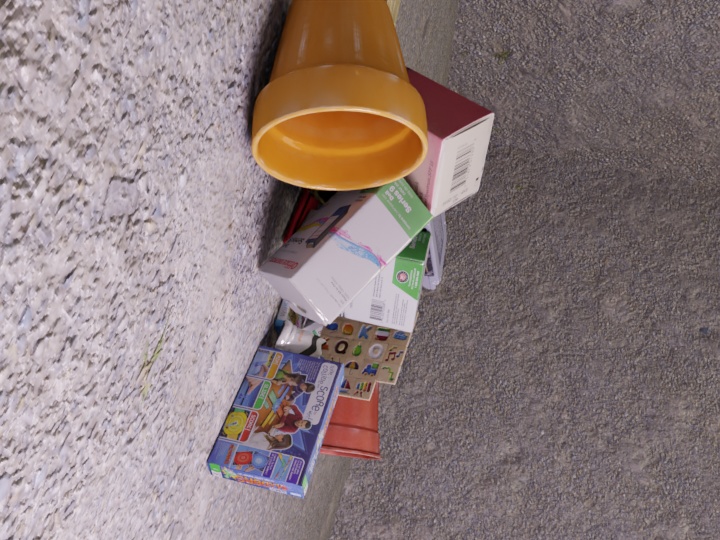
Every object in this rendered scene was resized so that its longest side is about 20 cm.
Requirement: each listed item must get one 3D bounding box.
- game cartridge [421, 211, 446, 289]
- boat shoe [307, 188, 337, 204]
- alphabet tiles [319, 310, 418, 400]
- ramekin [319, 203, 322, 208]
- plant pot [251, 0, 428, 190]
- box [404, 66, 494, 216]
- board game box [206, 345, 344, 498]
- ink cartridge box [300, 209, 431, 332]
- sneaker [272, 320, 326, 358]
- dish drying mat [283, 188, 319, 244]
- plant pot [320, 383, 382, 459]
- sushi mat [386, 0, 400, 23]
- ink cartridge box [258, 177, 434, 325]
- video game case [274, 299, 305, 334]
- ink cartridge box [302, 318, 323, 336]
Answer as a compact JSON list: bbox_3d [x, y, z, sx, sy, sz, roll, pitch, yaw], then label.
[{"bbox_3d":[0.114,-0.080,1.165,0.201,0.040,0.134,74,27,-51],"label":"game cartridge"},{"bbox_3d":[-0.039,-0.122,1.069,0.068,0.072,0.200,63,20,17],"label":"boat shoe"},{"bbox_3d":[0.003,0.116,1.163,0.006,0.165,0.201,57,45,-47],"label":"alphabet tiles"},{"bbox_3d":[0.026,-0.075,1.238,0.097,0.201,0.200,-35,-177,15],"label":"ramekin"},{"bbox_3d":[-0.025,-0.218,0.818,0.200,0.198,0.185,77,11,-72],"label":"plant pot"},{"bbox_3d":[0.065,-0.185,0.965,0.109,0.199,0.129,-31,143,-33],"label":"box"},{"bbox_3d":[-0.112,0.204,0.987,0.035,0.134,0.201,89,16,-46],"label":"board game box"},{"bbox_3d":[0.000,0.000,1.106,0.083,0.198,0.148,-71,171,-50],"label":"ink cartridge box"},{"bbox_3d":[-0.107,0.167,1.132,0.201,0.079,0.074,108,0,-47],"label":"sneaker"},{"bbox_3d":[-0.082,-0.104,1.130,0.077,0.018,0.201,92,13,-55],"label":"dish drying mat"},{"bbox_3d":[-0.042,0.277,1.456,0.201,0.198,0.197,78,19,-72],"label":"plant pot"},{"bbox_3d":[0.037,-0.341,1.068,0.096,0.012,0.202,-40,141,-77],"label":"sushi mat"},{"bbox_3d":[-0.023,-0.033,0.932,0.200,0.088,0.145,-47,-160,-13],"label":"ink cartridge box"},{"bbox_3d":[-0.101,0.027,1.213,0.143,0.018,0.202,86,18,-66],"label":"video game case"},{"bbox_3d":[-0.005,0.049,1.301,0.050,0.199,0.161,55,13,-12],"label":"ink cartridge box"}]
